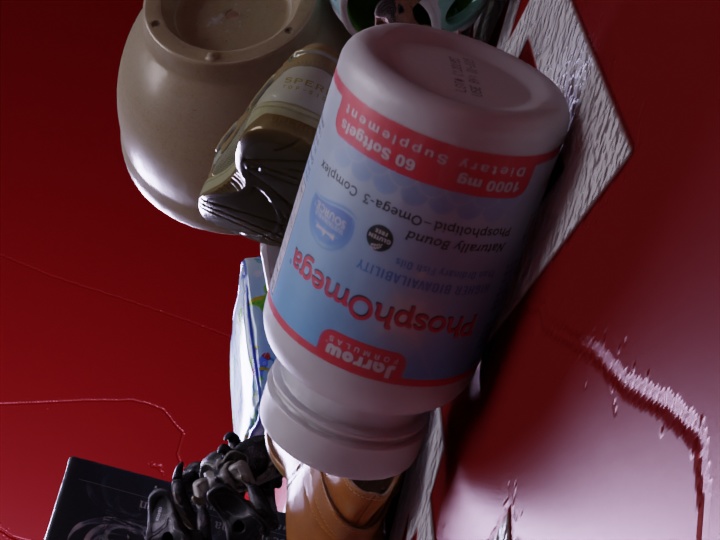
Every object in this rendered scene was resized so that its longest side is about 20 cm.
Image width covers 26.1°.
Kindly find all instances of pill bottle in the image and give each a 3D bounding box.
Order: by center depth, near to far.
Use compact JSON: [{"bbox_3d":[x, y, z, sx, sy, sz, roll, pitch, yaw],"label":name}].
[{"bbox_3d":[0.017,-0.005,0.728,0.109,0.109,0.200,-85,11,-63],"label":"pill bottle"}]

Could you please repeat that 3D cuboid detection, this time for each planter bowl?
[{"bbox_3d":[-0.081,-0.143,1.081,0.135,0.200,0.200,82,-163,-56],"label":"planter bowl"}]

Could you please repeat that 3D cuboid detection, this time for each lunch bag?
[{"bbox_3d":[-0.071,0.080,1.351,0.200,0.082,0.161,110,154,-65],"label":"lunch bag"}]

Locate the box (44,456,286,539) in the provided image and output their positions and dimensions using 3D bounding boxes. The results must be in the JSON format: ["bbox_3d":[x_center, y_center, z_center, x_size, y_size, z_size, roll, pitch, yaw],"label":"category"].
[{"bbox_3d":[-0.141,0.256,1.121,0.104,0.200,0.182,118,166,-65],"label":"box"}]

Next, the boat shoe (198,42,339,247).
[{"bbox_3d":[-0.048,-0.067,0.911,0.201,0.073,0.063,122,168,-70],"label":"boat shoe"}]

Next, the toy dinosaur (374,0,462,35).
[{"bbox_3d":[0.034,-0.084,0.934,0.200,0.086,0.136,122,163,-86],"label":"toy dinosaur"}]

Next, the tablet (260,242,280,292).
[{"bbox_3d":[-0.041,0.052,1.169,0.130,0.014,0.200,-63,-34,-69],"label":"tablet"}]

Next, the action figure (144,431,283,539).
[{"bbox_3d":[-0.080,0.164,1.044,0.200,0.119,0.102,-32,-75,-79],"label":"action figure"}]

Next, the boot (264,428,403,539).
[{"bbox_3d":[-0.006,0.091,0.910,0.155,0.074,0.200,110,161,-49],"label":"boot"}]

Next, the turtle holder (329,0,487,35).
[{"bbox_3d":[0.027,-0.211,1.030,0.185,0.141,0.132,142,145,-62],"label":"turtle holder"}]
